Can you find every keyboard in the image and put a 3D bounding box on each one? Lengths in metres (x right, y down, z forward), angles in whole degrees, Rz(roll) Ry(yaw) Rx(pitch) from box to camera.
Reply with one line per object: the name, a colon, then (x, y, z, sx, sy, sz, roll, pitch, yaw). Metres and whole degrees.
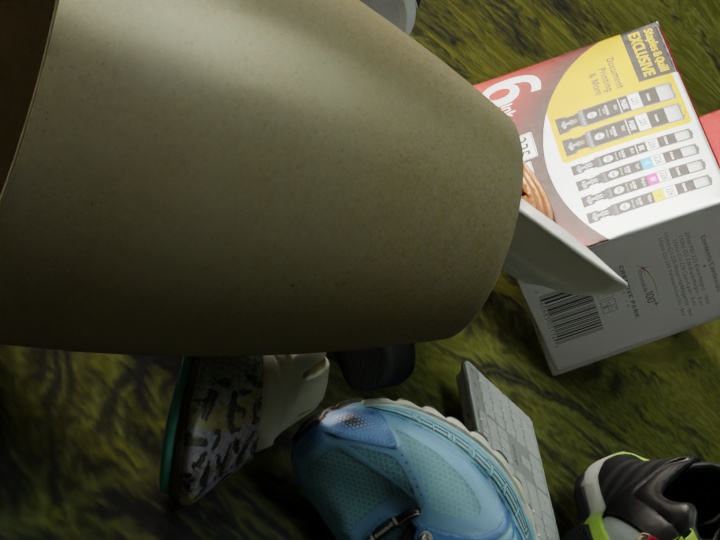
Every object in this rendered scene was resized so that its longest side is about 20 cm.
keyboard: (0.079, 0.122, 1.091, 0.056, 0.011, 0.201, 36, 25, -26)

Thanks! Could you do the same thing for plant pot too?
plant pot: (-0.047, -0.042, 0.846, 0.199, 0.188, 0.188, 16, 33, -20)

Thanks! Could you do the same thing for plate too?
plate: (0.023, -0.054, 1.097, 0.199, 0.032, 0.200, 33, 5, -15)

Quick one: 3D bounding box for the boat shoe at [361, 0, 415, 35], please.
boat shoe: (-0.050, -0.174, 1.082, 0.199, 0.072, 0.066, 32, 32, 13)

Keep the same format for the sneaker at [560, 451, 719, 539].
sneaker: (0.156, 0.128, 1.114, 0.072, 0.082, 0.200, 59, 14, -4)

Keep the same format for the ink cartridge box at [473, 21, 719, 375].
ink cartridge box: (0.168, -0.054, 1.329, 0.201, 0.174, 0.084, -101, 170, -53)

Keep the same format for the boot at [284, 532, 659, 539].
boot: (0.059, 0.151, 0.837, 0.200, 0.151, 0.073, 49, 22, 5)

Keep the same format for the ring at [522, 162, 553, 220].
ring: (0.017, -0.066, 1.238, 0.199, 0.019, 0.201, 24, 27, -13)

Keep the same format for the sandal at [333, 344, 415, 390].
sandal: (0.000, -0.001, 1.011, 0.200, 0.043, 0.077, -129, -150, -73)

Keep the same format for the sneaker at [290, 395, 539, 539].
sneaker: (0.043, 0.138, 0.932, 0.200, 0.078, 0.090, 48, 25, 2)

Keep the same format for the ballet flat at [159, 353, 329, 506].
ballet flat: (-0.046, 0.030, 0.942, 0.072, 0.072, 0.201, 39, 22, -20)

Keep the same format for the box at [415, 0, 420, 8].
box: (-0.045, -0.221, 1.174, 0.199, 0.144, 0.036, 13, -21, 16)
